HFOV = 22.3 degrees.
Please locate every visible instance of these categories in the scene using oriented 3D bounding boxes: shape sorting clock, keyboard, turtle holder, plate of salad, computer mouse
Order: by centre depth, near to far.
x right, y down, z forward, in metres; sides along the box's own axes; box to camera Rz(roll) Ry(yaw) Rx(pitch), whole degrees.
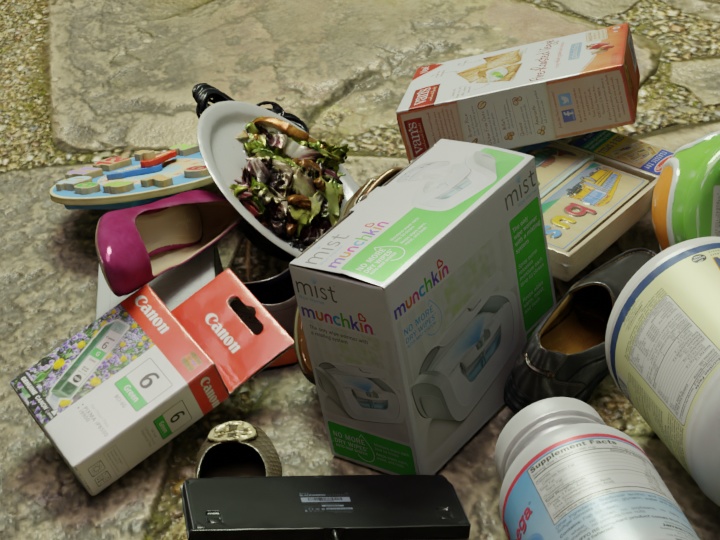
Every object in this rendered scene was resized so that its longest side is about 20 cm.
[{"bbox_3d":[-0.021,0.178,1.261,0.198,0.021,0.127,0,23,-11],"label":"keyboard"},{"bbox_3d":[0.319,-0.058,1.471,0.185,0.142,0.132,-33,19,-17],"label":"turtle holder"},{"bbox_3d":[-0.056,-0.082,1.610,0.048,0.200,0.201,-45,17,28],"label":"plate of salad"},{"bbox_3d":[-0.086,-0.076,1.669,0.138,0.053,0.201,17,38,-41],"label":"computer mouse"},{"bbox_3d":[-0.198,-0.094,1.741,0.198,0.040,0.200,-12,11,2],"label":"shape sorting clock"}]

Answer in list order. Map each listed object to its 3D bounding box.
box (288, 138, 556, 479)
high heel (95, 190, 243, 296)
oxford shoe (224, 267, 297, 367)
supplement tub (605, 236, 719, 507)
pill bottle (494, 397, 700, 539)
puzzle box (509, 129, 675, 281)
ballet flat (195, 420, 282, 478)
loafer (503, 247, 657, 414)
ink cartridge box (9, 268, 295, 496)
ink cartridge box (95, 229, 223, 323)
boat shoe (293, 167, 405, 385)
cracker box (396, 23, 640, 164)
[{"bbox_3d":[0.053,0.026,1.382,0.096,0.178,0.200,14,38,36],"label":"box"},{"bbox_3d":[-0.153,-0.027,1.497,0.095,0.068,0.200,-14,4,9],"label":"high heel"},{"bbox_3d":[-0.016,0.024,1.508,0.199,0.073,0.071,-14,31,-5],"label":"oxford shoe"},{"bbox_3d":[0.269,0.080,1.252,0.144,0.146,0.200,-18,31,-11],"label":"supplement tub"},{"bbox_3d":[0.153,0.169,1.179,0.108,0.109,0.200,-15,31,-6],"label":"pill bottle"},{"bbox_3d":[0.168,-0.065,1.520,0.132,0.026,0.200,22,39,28],"label":"puzzle box"},{"bbox_3d":[-0.095,0.166,1.326,0.067,0.047,0.200,-9,31,7],"label":"ballet flat"},{"bbox_3d":[0.184,0.038,1.404,0.073,0.073,0.200,29,48,17],"label":"loafer"},{"bbox_3d":[-0.162,0.073,1.431,0.200,0.050,0.109,-36,53,-12],"label":"ink cartridge box"},{"bbox_3d":[-0.172,0.015,1.587,0.103,0.060,0.200,-11,31,0],"label":"ink cartridge box"},{"bbox_3d":[0.000,0.000,1.449,0.075,0.074,0.201,20,56,-8],"label":"boat shoe"},{"bbox_3d":[0.139,-0.153,1.589,0.199,0.058,0.134,-11,20,14],"label":"cracker box"}]
